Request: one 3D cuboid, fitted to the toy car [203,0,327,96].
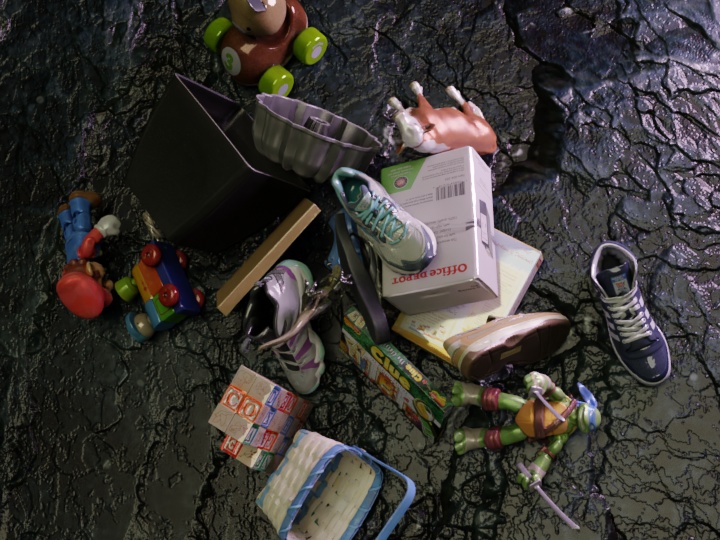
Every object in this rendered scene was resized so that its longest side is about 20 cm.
[{"bbox_3d":[-0.167,-0.382,1.642,0.164,0.200,0.158,42,88,20],"label":"toy car"}]

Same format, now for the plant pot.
[{"bbox_3d":[-0.227,-0.141,1.612,0.177,0.199,0.200,-45,70,14],"label":"plant pot"}]

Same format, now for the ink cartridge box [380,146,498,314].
[{"bbox_3d":[0.108,-0.053,1.512,0.144,0.084,0.203,-12,64,25],"label":"ink cartridge box"}]

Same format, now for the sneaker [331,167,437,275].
[{"bbox_3d":[0.023,-0.069,1.463,0.078,0.086,0.200,-49,53,5],"label":"sneaker"}]

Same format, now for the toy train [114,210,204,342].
[{"bbox_3d":[-0.331,0.001,1.657,0.115,0.084,0.202,-34,70,18],"label":"toy train"}]

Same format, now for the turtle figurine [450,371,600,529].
[{"bbox_3d":[0.207,0.207,1.418,0.191,0.145,0.201,-1,42,29],"label":"turtle figurine"}]

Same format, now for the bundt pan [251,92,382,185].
[{"bbox_3d":[-0.071,-0.185,1.581,0.200,0.201,0.077,28,108,18],"label":"bundt pan"}]

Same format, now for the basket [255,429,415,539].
[{"bbox_3d":[-0.031,0.315,1.455,0.177,0.139,0.199,-55,40,-3],"label":"basket"}]

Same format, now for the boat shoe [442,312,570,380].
[{"bbox_3d":[0.198,0.085,1.465,0.076,0.198,0.073,42,131,40],"label":"boat shoe"}]

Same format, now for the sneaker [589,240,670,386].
[{"bbox_3d":[0.359,0.054,1.449,0.069,0.109,0.203,-21,72,8],"label":"sneaker"}]

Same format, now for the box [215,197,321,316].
[{"bbox_3d":[-0.136,-0.023,1.570,0.021,0.163,0.200,43,90,-10],"label":"box"}]

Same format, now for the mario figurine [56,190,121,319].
[{"bbox_3d":[-0.416,-0.016,1.675,0.104,0.124,0.203,-7,62,-9],"label":"mario figurine"}]

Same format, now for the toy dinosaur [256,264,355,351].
[{"bbox_3d":[-0.060,0.040,1.457,0.047,0.200,0.088,42,133,6],"label":"toy dinosaur"}]

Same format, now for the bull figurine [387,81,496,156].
[{"bbox_3d":[0.108,-0.209,1.542,0.065,0.198,0.123,-50,49,35],"label":"bull figurine"}]

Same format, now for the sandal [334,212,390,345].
[{"bbox_3d":[0.007,0.010,1.493,0.042,0.076,0.202,-17,65,-9],"label":"sandal"}]

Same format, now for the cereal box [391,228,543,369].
[{"bbox_3d":[0.153,0.033,1.542,0.143,0.040,0.202,28,84,21],"label":"cereal box"}]

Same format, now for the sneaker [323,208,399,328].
[{"bbox_3d":[0.000,0.000,1.580,0.088,0.078,0.203,-23,68,22],"label":"sneaker"}]

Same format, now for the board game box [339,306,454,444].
[{"bbox_3d":[0.046,0.147,1.509,0.023,0.105,0.200,-35,67,-28],"label":"board game box"}]

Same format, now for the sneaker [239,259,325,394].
[{"bbox_3d":[-0.120,0.098,1.511,0.077,0.140,0.203,1,109,33],"label":"sneaker"}]

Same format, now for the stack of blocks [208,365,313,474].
[{"bbox_3d":[-0.139,0.209,1.487,0.058,0.200,0.116,27,82,18],"label":"stack of blocks"}]
